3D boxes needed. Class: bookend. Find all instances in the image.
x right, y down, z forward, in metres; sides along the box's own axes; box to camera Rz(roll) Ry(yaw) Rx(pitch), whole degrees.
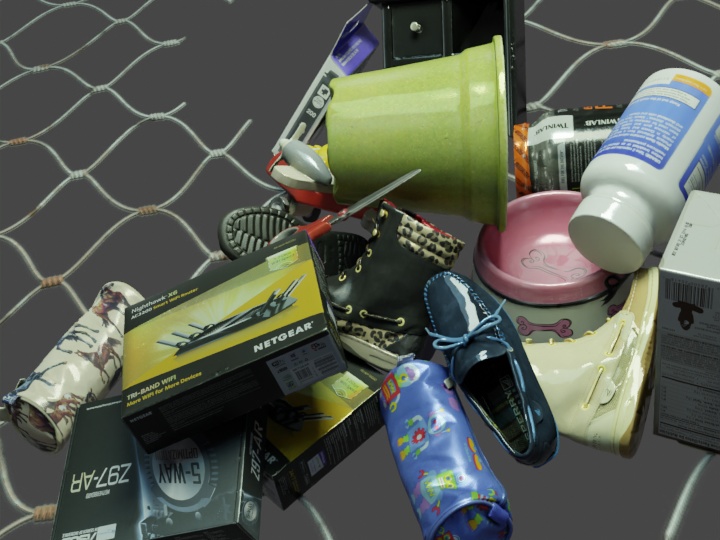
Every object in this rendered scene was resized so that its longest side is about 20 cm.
[{"bbox_3d":[0.114,-0.266,1.355,0.196,0.203,0.092,0,2,18],"label":"bookend"}]

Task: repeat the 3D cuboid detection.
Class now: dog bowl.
[{"bbox_3d":[0.210,-0.010,1.122,0.196,0.075,0.202,-8,39,7],"label":"dog bowl"}]

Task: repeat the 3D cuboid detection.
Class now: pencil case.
[{"bbox_3d":[0.075,0.166,0.939,0.087,0.078,0.201,-42,36,17],"label":"pencil case"},{"bbox_3d":[-0.305,0.100,1.133,0.088,0.079,0.201,24,49,11],"label":"pencil case"}]

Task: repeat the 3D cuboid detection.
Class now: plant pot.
[{"bbox_3d":[0.060,-0.140,1.090,0.180,0.203,0.202,-1,39,6],"label":"plant pot"}]

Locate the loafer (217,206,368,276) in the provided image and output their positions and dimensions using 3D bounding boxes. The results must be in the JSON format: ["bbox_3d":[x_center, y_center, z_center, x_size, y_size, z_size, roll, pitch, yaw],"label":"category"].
[{"bbox_3d":[-0.080,-0.018,1.172,0.071,0.198,0.074,-13,66,53],"label":"loafer"}]

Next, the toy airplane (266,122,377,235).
[{"bbox_3d":[-0.014,-0.114,1.239,0.195,0.144,0.200,8,8,-7],"label":"toy airplane"}]

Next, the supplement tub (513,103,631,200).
[{"bbox_3d":[0.279,-0.129,1.207,0.196,0.124,0.124,-3,39,12],"label":"supplement tub"}]

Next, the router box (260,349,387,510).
[{"bbox_3d":[-0.084,0.129,1.054,0.156,0.053,0.199,-36,44,-26],"label":"router box"}]

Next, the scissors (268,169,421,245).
[{"bbox_3d":[-0.027,-0.046,1.037,0.198,0.014,0.073,-22,21,30],"label":"scissors"}]

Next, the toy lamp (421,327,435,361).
[{"bbox_3d":[-0.011,0.051,1.127,0.197,0.059,0.058,13,45,26],"label":"toy lamp"}]

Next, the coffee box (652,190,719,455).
[{"bbox_3d":[0.312,0.049,0.917,0.079,0.202,0.115,13,45,27],"label":"coffee box"}]

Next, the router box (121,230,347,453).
[{"bbox_3d":[-0.120,0.061,0.956,0.197,0.053,0.158,-24,36,4],"label":"router box"}]

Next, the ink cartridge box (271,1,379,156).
[{"bbox_3d":[-0.032,-0.254,1.373,0.043,0.201,0.199,32,28,-3],"label":"ink cartridge box"}]

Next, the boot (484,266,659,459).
[{"bbox_3d":[0.209,0.076,1.007,0.153,0.073,0.202,6,59,25],"label":"boot"}]

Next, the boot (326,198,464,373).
[{"bbox_3d":[0.000,0.000,1.053,0.198,0.153,0.073,29,10,22],"label":"boot"}]

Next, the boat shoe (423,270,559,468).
[{"bbox_3d":[0.119,0.081,0.944,0.084,0.068,0.201,-42,67,15],"label":"boat shoe"}]

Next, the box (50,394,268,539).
[{"bbox_3d":[-0.185,0.186,0.967,0.197,0.044,0.162,-14,50,18],"label":"box"}]

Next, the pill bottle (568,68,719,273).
[{"bbox_3d":[0.291,-0.098,1.046,0.111,0.113,0.201,21,61,35],"label":"pill bottle"}]
